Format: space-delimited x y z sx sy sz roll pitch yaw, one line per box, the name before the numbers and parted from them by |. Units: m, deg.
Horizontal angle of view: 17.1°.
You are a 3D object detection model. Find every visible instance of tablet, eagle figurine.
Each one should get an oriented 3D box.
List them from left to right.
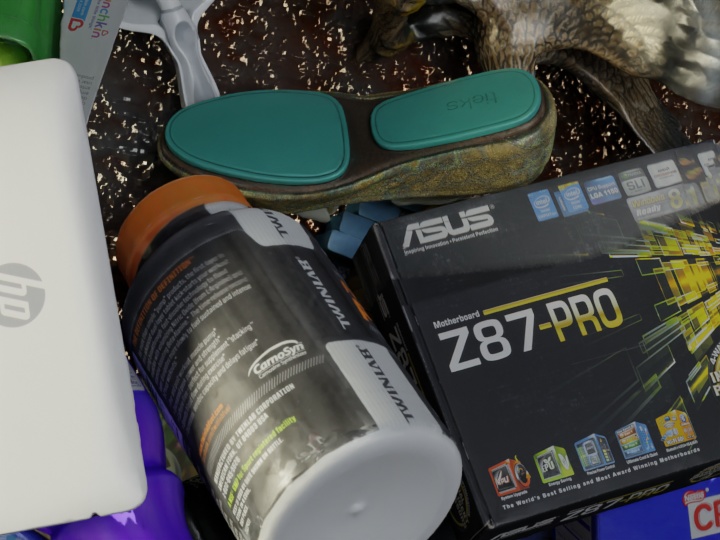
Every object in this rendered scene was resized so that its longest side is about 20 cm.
tablet | -0.171 0.015 1.036 0.129 0.014 0.201 -10 85 -5
eagle figurine | 0.101 -0.128 1.254 0.199 0.152 0.152 3 119 -9

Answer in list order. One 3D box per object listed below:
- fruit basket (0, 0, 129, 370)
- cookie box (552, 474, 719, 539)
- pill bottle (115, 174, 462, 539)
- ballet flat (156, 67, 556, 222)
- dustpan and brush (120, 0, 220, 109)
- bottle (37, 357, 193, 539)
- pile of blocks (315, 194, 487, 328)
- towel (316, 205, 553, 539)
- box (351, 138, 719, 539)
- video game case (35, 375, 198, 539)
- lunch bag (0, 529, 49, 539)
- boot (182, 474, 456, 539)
fruit basket | -0.216 -0.061 1.097 0.184 0.094 0.201 11 74 7
cookie box | 0.189 0.187 1.246 0.170 0.075 0.201 -6 104 -17
pill bottle | -0.044 0.044 1.100 0.106 0.107 0.200 -13 48 -26
ballet flat | 0.000 -0.056 1.196 0.199 0.071 0.071 -7 86 2
dustpan and brush | -0.103 -0.150 1.199 0.139 0.057 0.201 -24 118 -24
bottle | -0.133 0.074 1.089 0.083 0.065 0.200 -20 62 -30
pile of blocks | 0.000 0.000 1.212 0.200 0.062 0.082 -39 97 -23
towel | 0.021 0.073 1.256 0.144 0.024 0.201 -22 91 -24
box | 0.115 0.034 1.173 0.199 0.049 0.162 -13 70 -20
video game case | -0.157 0.107 1.166 0.199 0.018 0.144 27 73 -20
lunch bag | -0.197 0.202 1.070 0.170 0.127 0.201 34 74 -16
boot | -0.015 0.166 1.176 0.167 0.076 0.201 -24 107 -27
